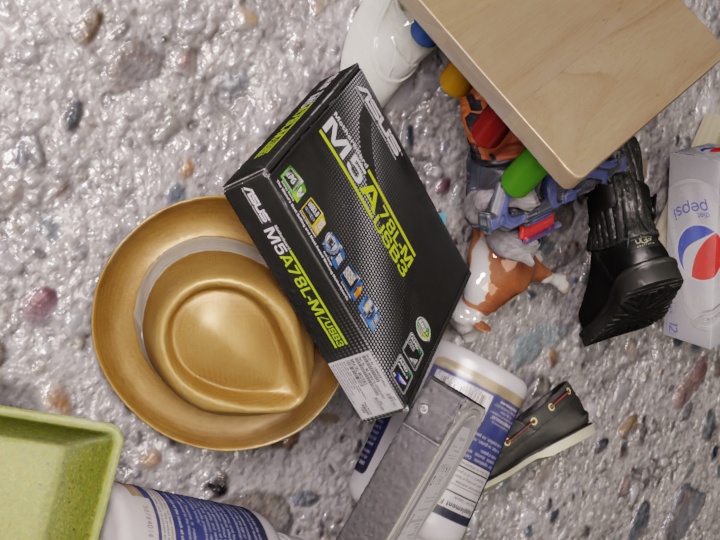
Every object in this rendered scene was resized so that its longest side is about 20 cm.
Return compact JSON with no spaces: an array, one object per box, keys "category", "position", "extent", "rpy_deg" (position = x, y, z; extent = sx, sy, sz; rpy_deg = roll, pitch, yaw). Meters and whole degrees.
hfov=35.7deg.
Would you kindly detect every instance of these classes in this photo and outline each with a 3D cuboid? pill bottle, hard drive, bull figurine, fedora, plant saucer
[{"category":"pill bottle","position":[0.057,0.167,0.970],"extent":[0.111,0.110,0.202],"rpy_deg":[31,82,-41]},{"category":"hard drive","position":[0.027,0.180,0.843],"extent":[0.202,0.038,0.140],"rpy_deg":[-59,164,-3]},{"category":"bull figurine","position":[0.138,-0.030,1.015],"extent":[0.120,0.065,0.204],"rpy_deg":[-1,104,-43]},{"category":"fedora","position":[-0.091,0.048,0.793],"extent":[0.197,0.082,0.204],"rpy_deg":[-4,105,-14]},{"category":"plant saucer","position":[-0.273,0.174,0.716],"extent":[0.197,0.048,0.203],"rpy_deg":[14,94,-28]},{"category":"pill bottle","position":[-0.126,0.227,0.832],"extent":[0.198,0.110,0.113],"rpy_deg":[23,88,-41]}]

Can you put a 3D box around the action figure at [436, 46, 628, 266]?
[{"category":"action figure","position":[0.136,-0.103,0.940],"extent":[0.198,0.104,0.197],"rpy_deg":[-14,104,-43]}]

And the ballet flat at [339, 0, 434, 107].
[{"category":"ballet flat","position":[0.044,-0.213,0.885],"extent":[0.069,0.069,0.202],"rpy_deg":[31,82,-41]}]

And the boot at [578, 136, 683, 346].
[{"category":"boot","position":[0.246,-0.027,1.093],"extent":[0.078,0.212,0.160],"rpy_deg":[-13,69,-10]}]

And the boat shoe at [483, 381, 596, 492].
[{"category":"boat shoe","position":[0.133,0.171,1.072],"extent":[0.199,0.074,0.064],"rpy_deg":[-25,82,-22]}]

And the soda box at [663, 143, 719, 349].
[{"category":"soda box","position":[0.364,-0.026,1.171],"extent":[0.068,0.063,0.204],"rpy_deg":[-14,111,-35]}]

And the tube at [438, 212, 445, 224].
[{"category":"tube","position":[0.000,0.000,0.923],"extent":[0.198,0.050,0.079],"rpy_deg":[-10,111,-42]}]

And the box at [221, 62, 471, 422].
[{"category":"box","position":[0.000,-0.025,0.825],"extent":[0.202,0.047,0.194],"rpy_deg":[60,34,-18]}]

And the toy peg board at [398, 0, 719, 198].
[{"category":"toy peg board","position":[0.134,-0.168,0.849],"extent":[0.199,0.098,0.200],"rpy_deg":[-37,83,-31]}]

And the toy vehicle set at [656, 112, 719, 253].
[{"category":"toy vehicle set","position":[0.382,-0.055,1.238],"extent":[0.124,0.026,0.202],"rpy_deg":[30,82,-41]}]
